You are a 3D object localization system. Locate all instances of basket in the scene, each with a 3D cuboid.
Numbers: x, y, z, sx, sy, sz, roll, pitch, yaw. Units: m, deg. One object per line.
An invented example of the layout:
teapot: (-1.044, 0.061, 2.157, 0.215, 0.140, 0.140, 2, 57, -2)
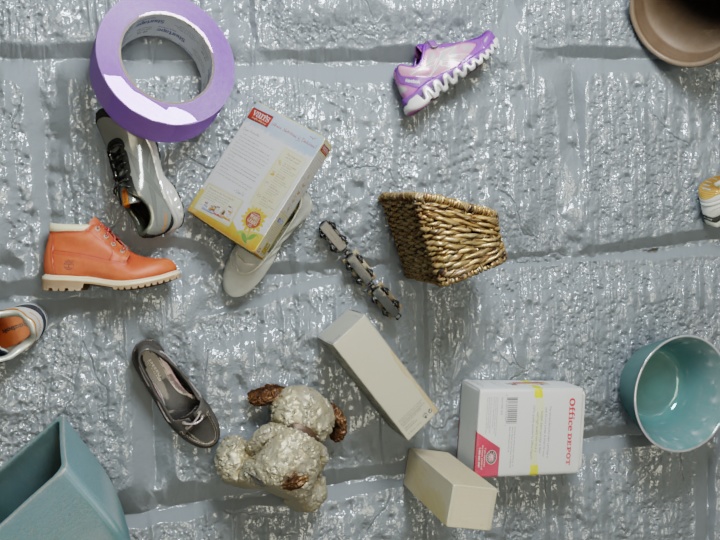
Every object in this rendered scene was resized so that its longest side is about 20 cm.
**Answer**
basket: (0.133, -0.073, 1.261, 0.140, 0.200, 0.152, -21, 98, -12)

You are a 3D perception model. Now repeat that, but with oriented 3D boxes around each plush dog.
plush dog: (-0.105, 0.260, 1.255, 0.197, 0.160, 0.175, 25, 60, -17)

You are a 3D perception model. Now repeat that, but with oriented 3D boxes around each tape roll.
tape roll: (-0.283, -0.291, 1.166, 0.196, 0.065, 0.205, 7, 74, -25)

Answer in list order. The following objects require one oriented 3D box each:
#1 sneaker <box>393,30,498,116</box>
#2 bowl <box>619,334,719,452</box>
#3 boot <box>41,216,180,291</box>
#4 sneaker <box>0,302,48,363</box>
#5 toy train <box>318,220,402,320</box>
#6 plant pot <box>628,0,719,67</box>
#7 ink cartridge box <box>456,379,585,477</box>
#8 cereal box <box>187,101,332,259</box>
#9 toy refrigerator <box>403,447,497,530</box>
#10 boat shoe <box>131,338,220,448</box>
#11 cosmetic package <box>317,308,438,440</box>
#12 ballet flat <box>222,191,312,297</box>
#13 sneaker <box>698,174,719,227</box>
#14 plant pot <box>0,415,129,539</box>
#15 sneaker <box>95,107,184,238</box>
sneaker: (0.133, -0.339, 1.313, 0.199, 0.080, 0.089, -36, 94, -10)
bowl: (0.542, 0.209, 1.444, 0.196, 0.105, 0.206, -1, 94, -15)
boot: (-0.362, -0.023, 1.191, 0.195, 0.075, 0.110, 1, 88, -15)
sneaker: (-0.542, 0.105, 1.143, 0.197, 0.079, 0.080, -29, 101, -11)
toy train: (0.000, 0.000, 1.309, 0.034, 0.046, 0.201, -39, 100, 2)
plant pot: (0.588, -0.478, 1.392, 0.174, 0.199, 0.202, -42, 104, -29)
ink cartridge box: (0.272, 0.266, 1.381, 0.195, 0.083, 0.149, 3, 93, -16)
cereal box: (-0.151, -0.137, 1.221, 0.143, 0.040, 0.202, 31, 84, 25)
toy refrigerator: (0.137, 0.345, 1.287, 0.074, 0.200, 0.072, 10, 91, -16)
boat shoe: (-0.280, 0.193, 1.232, 0.066, 0.057, 0.202, -35, 102, -11)
cosmetic package: (0.027, 0.164, 1.296, 0.073, 0.103, 0.201, -39, 104, -11)
ballet flat: (-0.150, -0.051, 1.248, 0.069, 0.069, 0.201, 41, 81, -14)
sneaker: (0.707, -0.144, 1.498, 0.196, 0.076, 0.089, -21, 114, -11)
plant pot: (-0.426, 0.369, 1.140, 0.196, 0.195, 0.201, -40, 113, -10)
sneaker: (-0.329, -0.141, 1.177, 0.079, 0.073, 0.203, -37, 104, -50)
